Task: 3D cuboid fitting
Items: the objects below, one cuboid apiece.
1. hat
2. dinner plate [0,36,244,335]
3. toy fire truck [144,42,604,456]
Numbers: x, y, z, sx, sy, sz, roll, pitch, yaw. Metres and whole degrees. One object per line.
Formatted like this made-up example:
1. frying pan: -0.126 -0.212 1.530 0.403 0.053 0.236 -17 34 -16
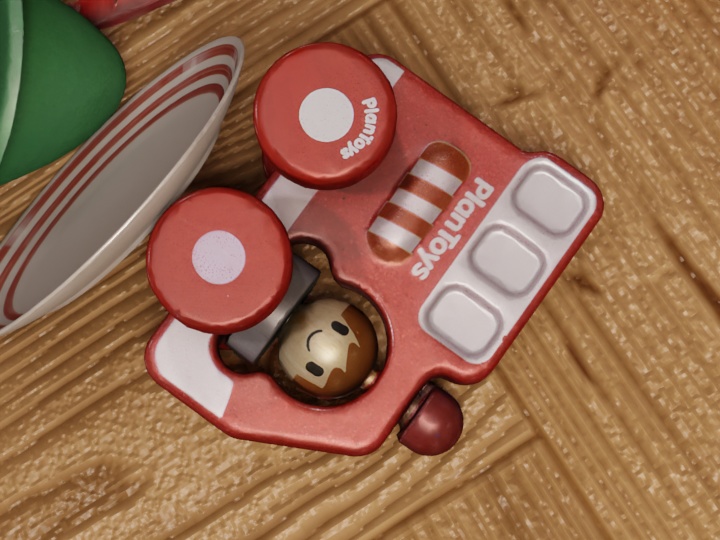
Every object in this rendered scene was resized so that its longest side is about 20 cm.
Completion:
1. hat: -0.147 -0.097 0.898 0.200 0.176 0.166 -33 61 43
2. dinner plate: -0.122 -0.036 0.804 0.024 0.200 0.200 43 84 -19
3. toy fire truck: 0.000 0.000 0.782 0.168 0.112 0.200 35 82 4
